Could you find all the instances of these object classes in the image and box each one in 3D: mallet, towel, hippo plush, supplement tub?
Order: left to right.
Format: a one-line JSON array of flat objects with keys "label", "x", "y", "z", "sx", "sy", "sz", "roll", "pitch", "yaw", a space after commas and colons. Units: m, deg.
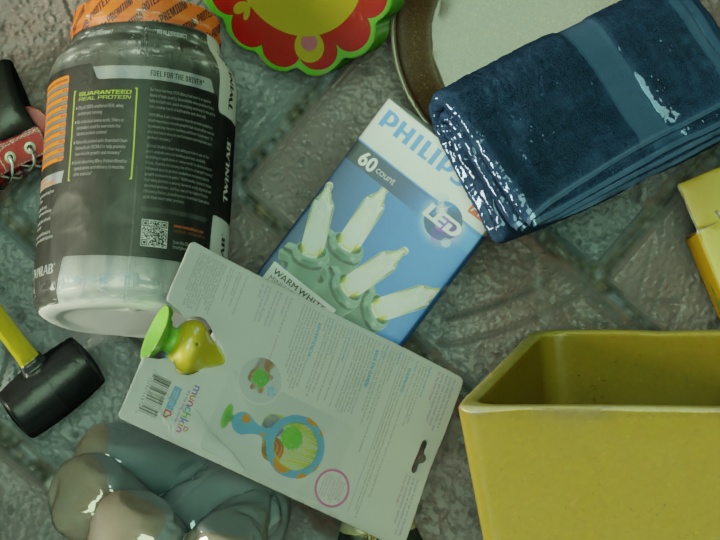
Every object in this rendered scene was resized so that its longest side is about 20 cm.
[{"label": "mallet", "x": -0.231, "y": 0.012, "z": 1.318, "sx": 0.066, "sy": 0.041, "sz": 0.201, "roll": -31, "pitch": 115, "yaw": -11}, {"label": "supplement tub", "x": -0.141, "y": -0.064, "z": 1.318, "sx": 0.122, "sy": 0.123, "sz": 0.201, "roll": 3, "pitch": 78, "yaw": 1}, {"label": "hippo plush", "x": -0.119, "y": 0.193, "z": 1.300, "sx": 0.158, "sy": 0.200, "sz": 0.162, "roll": 19, "pitch": 110, "yaw": 14}, {"label": "towel", "x": 0.148, "y": -0.102, "z": 1.296, "sx": 0.199, "sy": 0.049, "sz": 0.112, "roll": -26, "pitch": 78, "yaw": -20}]

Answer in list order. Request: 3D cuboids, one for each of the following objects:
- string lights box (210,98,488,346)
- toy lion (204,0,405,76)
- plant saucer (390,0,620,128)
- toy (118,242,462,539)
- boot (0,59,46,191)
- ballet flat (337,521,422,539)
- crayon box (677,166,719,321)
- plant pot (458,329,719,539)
[{"label": "string lights box", "x": 0.000, "y": 0.000, "z": 1.332, "sx": 0.103, "sy": 0.059, "sz": 0.200, "roll": 37, "pitch": 97, "yaw": 4}, {"label": "toy lion", "x": -0.032, "y": -0.235, "z": 1.339, "sx": 0.191, "sy": 0.069, "sz": 0.201, "roll": -28, "pitch": 92, "yaw": 27}, {"label": "plant saucer", "x": 0.119, "y": -0.157, "z": 1.373, "sx": 0.199, "sy": 0.037, "sz": 0.202, "roll": 0, "pitch": 85, "yaw": 0}, {"label": "toy", "x": -0.045, "y": 0.078, "z": 1.272, "sx": 0.199, "sy": 0.047, "sz": 0.116, "roll": 28, "pitch": 73, "yaw": -22}, {"label": "boot", "x": -0.255, "y": -0.034, "z": 1.350, "sx": 0.143, "sy": 0.072, "sz": 0.201, "roll": -10, "pitch": 81, "yaw": -2}, {"label": "ballet flat", "x": 0.021, "y": 0.240, "z": 1.324, "sx": 0.066, "sy": 0.057, "sz": 0.201, "roll": -6, "pitch": 84, "yaw": -1}, {"label": "crayon box", "x": 0.296, "y": 0.015, "z": 1.347, "sx": 0.126, "sy": 0.051, "sz": 0.201, "roll": -21, "pitch": 85, "yaw": -2}, {"label": "plant pot", "x": 0.180, "y": 0.153, "z": 1.253, "sx": 0.194, "sy": 0.194, "sz": 0.201, "roll": 0, "pitch": 102, "yaw": 19}]
